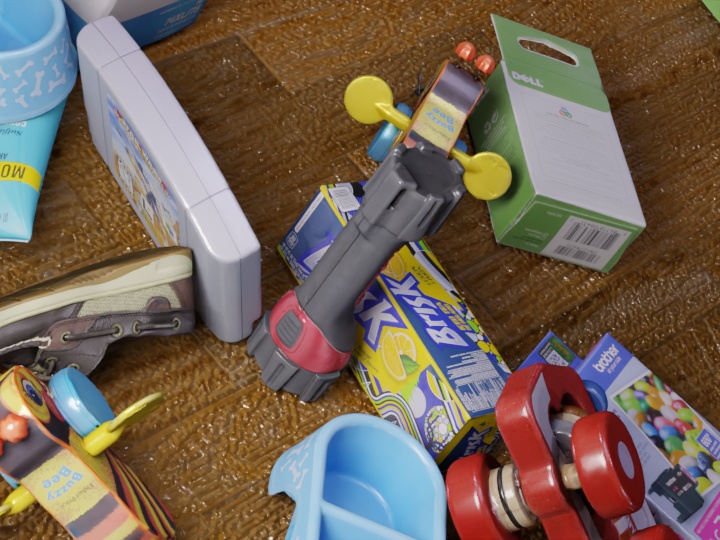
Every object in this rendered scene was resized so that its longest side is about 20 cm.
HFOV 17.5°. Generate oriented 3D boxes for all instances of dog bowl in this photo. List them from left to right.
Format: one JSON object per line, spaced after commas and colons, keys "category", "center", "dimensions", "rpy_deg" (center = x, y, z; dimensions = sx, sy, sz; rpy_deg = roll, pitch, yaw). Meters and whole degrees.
{"category": "dog bowl", "center": [-0.269, -0.176, 1.534], "dimensions": [0.111, 0.050, 0.200], "rpy_deg": [-31, 59, -35]}
{"category": "dog bowl", "center": [0.001, 0.171, 1.424], "dimensions": [0.111, 0.050, 0.201], "rpy_deg": [24, 40, -17]}

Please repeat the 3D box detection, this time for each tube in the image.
{"category": "tube", "center": [-0.230, -0.082, 1.515], "dimensions": [0.077, 0.051, 0.201], "rpy_deg": [-4, 41, 13]}

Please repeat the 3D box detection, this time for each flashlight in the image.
{"category": "flashlight", "center": [0.000, 0.000, 1.487], "dimensions": [0.068, 0.200, 0.068], "rpy_deg": [25, 38, -17]}

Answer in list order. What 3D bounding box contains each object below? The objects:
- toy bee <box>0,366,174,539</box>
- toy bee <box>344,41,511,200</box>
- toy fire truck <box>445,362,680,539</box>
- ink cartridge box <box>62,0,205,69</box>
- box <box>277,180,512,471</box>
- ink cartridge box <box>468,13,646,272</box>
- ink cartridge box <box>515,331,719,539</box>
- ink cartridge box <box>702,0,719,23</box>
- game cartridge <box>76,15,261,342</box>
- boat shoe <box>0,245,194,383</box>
{"category": "toy bee", "center": [-0.185, 0.100, 1.300], "dimensions": [0.199, 0.131, 0.109], "rpy_deg": [30, 13, -10]}
{"category": "toy bee", "center": [0.050, -0.115, 1.720], "dimensions": [0.130, 0.109, 0.201], "rpy_deg": [17, 42, -21]}
{"category": "toy fire truck", "center": [0.143, 0.149, 1.494], "dimensions": [0.201, 0.112, 0.168], "rpy_deg": [64, 21, -12]}
{"category": "ink cartridge box", "center": [-0.164, -0.273, 1.624], "dimensions": [0.147, 0.200, 0.146], "rpy_deg": [47, 39, 11]}
{"category": "box", "center": [0.027, 0.036, 1.577], "dimensions": [0.064, 0.070, 0.201], "rpy_deg": [-7, 56, -43]}
{"category": "ink cartridge box", "center": [0.145, -0.100, 1.816], "dimensions": [0.103, 0.059, 0.201], "rpy_deg": [15, 43, -27]}
{"category": "ink cartridge box", "center": [0.194, 0.124, 1.646], "dimensions": [0.200, 0.042, 0.119], "rpy_deg": [40, 38, 6]}
{"category": "ink cartridge box", "center": [0.424, -0.298, 2.122], "dimensions": [0.145, 0.200, 0.084], "rpy_deg": [-10, 57, -43]}
{"category": "game cartridge", "center": [-0.126, -0.062, 1.511], "dimensions": [0.041, 0.133, 0.201], "rpy_deg": [-28, 66, -12]}
{"category": "boat shoe", "center": [-0.179, 0.037, 1.414], "dimensions": [0.199, 0.073, 0.065], "rpy_deg": [-20, 97, -33]}
